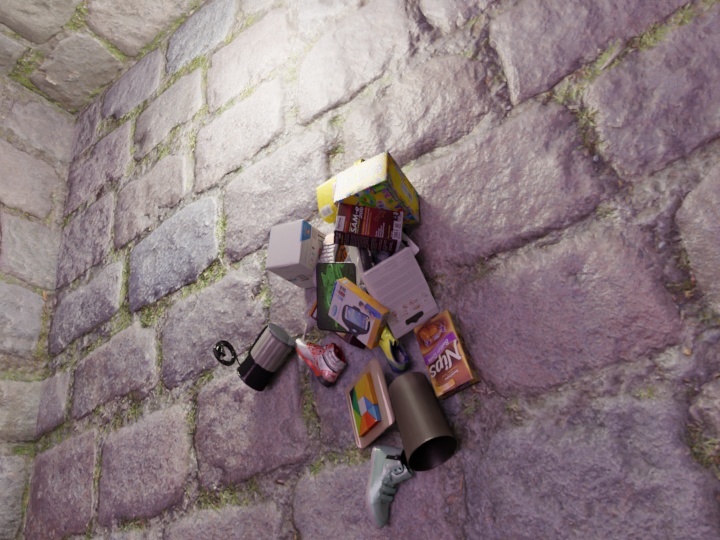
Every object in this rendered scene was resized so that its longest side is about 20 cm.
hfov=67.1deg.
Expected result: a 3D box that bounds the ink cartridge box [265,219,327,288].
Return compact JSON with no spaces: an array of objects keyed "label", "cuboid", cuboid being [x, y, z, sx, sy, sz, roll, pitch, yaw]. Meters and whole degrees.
[{"label":"ink cartridge box","cuboid":[-0.188,-0.049,1.770,0.141,0.199,0.152,-8,67,30]}]

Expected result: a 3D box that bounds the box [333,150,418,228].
[{"label":"box","cuboid":[0.051,-0.218,1.645,0.188,0.200,0.125,-18,48,27]}]

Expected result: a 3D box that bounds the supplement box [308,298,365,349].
[{"label":"supplement box","cuboid":[-0.052,0.141,1.670,0.198,0.085,0.113,29,89,40]}]

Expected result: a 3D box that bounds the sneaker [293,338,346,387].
[{"label":"sneaker","cuboid":[-0.122,0.255,1.692,0.109,0.067,0.202,-50,55,8]}]

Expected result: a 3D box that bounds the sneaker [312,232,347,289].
[{"label":"sneaker","cuboid":[-0.082,-0.010,1.728,0.075,0.113,0.205,-2,55,32]}]

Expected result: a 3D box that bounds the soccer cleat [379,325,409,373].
[{"label":"soccer cleat","cuboid":[0.077,0.192,1.535,0.203,0.063,0.084,58,152,19]}]

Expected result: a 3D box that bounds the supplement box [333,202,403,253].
[{"label":"supplement box","cuboid":[0.023,-0.124,1.573,0.193,0.062,0.112,8,55,0]}]

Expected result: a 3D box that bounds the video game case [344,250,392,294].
[{"label":"video game case","cuboid":[0.000,0.000,1.633,0.141,0.019,0.204,28,86,40]}]

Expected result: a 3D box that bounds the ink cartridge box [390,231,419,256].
[{"label":"ink cartridge box","cuboid":[0.098,-0.006,1.628,0.201,0.066,0.116,-50,51,10]}]

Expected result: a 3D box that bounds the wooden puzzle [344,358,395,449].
[{"label":"wooden puzzle","cuboid":[0.016,0.374,1.515,0.201,0.036,0.190,-51,44,45]}]

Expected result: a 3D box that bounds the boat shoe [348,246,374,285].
[{"label":"boat shoe","cuboid":[0.007,-0.045,1.601,0.075,0.058,0.204,112,154,-47]}]

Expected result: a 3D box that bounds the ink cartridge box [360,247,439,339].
[{"label":"ink cartridge box","cuboid":[0.112,0.063,1.527,0.158,0.050,0.205,-28,96,-13]}]

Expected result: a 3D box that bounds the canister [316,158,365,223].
[{"label":"canister","cuboid":[-0.049,-0.262,1.824,0.196,0.086,0.153,-25,59,28]}]

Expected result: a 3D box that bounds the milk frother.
[{"label":"milk frother","cuboid":[-0.349,0.254,1.774,0.190,0.198,0.180,-52,48,6]}]

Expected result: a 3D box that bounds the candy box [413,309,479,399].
[{"label":"candy box","cuboid":[0.228,0.224,1.453,0.115,0.056,0.205,-31,58,22]}]

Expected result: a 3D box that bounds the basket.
[{"label":"basket","cuboid":[0.152,0.377,1.395,0.131,0.183,0.204,-11,50,-11]}]

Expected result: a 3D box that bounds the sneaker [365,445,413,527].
[{"label":"sneaker","cuboid":[0.079,0.563,1.416,0.116,0.073,0.207,-15,62,38]}]

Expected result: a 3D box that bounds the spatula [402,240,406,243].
[{"label":"spatula","cuboid":[0.065,-0.098,1.717,0.195,0.020,0.058,5,71,37]}]

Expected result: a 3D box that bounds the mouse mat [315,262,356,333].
[{"label":"mouse mat","cuboid":[-0.073,0.079,1.605,0.157,0.007,0.208,0,92,38]}]

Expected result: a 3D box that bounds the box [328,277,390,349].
[{"label":"box","cuboid":[-0.015,0.113,1.523,0.198,0.041,0.122,34,122,26]}]
